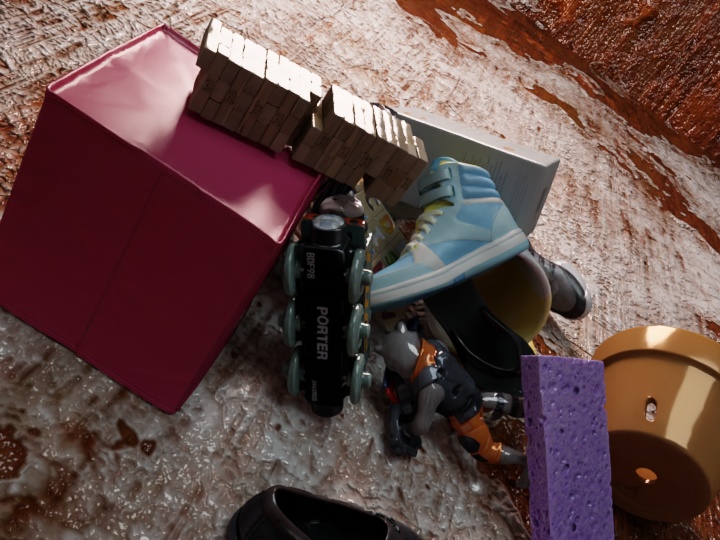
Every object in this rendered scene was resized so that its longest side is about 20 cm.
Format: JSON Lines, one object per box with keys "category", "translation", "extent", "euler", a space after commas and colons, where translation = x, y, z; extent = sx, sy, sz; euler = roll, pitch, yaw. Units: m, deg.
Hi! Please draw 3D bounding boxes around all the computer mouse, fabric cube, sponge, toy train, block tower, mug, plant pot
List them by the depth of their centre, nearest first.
{"category": "block tower", "translation": [-0.044, -0.123, 0.621], "extent": [0.198, 0.058, 0.054], "euler": [25, 33, -23]}
{"category": "fabric cube", "translation": [-0.160, -0.048, 0.648], "extent": [0.199, 0.200, 0.197], "euler": [34, 31, -5]}
{"category": "toy train", "translation": [-0.025, 0.032, 0.698], "extent": [0.084, 0.203, 0.114], "euler": [5, 29, 9]}
{"category": "sponge", "translation": [0.209, 0.189, 0.769], "extent": [0.110, 0.030, 0.204], "euler": [9, 76, -40]}
{"category": "computer mouse", "translation": [-0.008, -0.129, 0.784], "extent": [0.052, 0.139, 0.200], "euler": [35, 24, -6]}
{"category": "plant pot", "translation": [0.341, 0.185, 0.872], "extent": [0.199, 0.201, 0.140], "euler": [38, 47, 2]}
{"category": "mug", "translation": [0.148, 0.022, 0.960], "extent": [0.147, 0.189, 0.154], "euler": [-1, 27, 1]}

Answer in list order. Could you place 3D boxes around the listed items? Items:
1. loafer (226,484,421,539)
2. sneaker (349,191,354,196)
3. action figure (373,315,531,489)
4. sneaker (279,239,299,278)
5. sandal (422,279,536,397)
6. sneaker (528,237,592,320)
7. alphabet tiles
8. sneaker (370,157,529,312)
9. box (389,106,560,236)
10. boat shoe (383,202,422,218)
{"category": "loafer", "translation": [-0.003, 0.216, 0.592], "extent": [0.198, 0.063, 0.072], "euler": [23, 34, -22]}
{"category": "sneaker", "translation": [-0.069, -0.154, 0.997], "extent": [0.200, 0.072, 0.072], "euler": [46, 38, 6]}
{"category": "action figure", "translation": [0.096, 0.111, 0.795], "extent": [0.192, 0.104, 0.201], "euler": [35, 33, -23]}
{"category": "sneaker", "translation": [0.000, 0.000, 0.863], "extent": [0.115, 0.076, 0.200], "euler": [44, 30, 15]}
{"category": "sandal", "translation": [0.138, 0.078, 0.866], "extent": [0.201, 0.075, 0.048], "euler": [47, -1, -19]}
{"category": "sneaker", "translation": [0.233, 0.005, 1.094], "extent": [0.200, 0.076, 0.113], "euler": [45, 33, 23]}
{"category": "alphabet tiles", "translation": [-0.006, -0.038, 0.825], "extent": [0.201, 0.007, 0.167], "euler": [56, 35, -8]}
{"category": "sneaker", "translation": [0.069, -0.043, 0.804], "extent": [0.198, 0.079, 0.132], "euler": [-22, 85, -24]}
{"category": "box", "translation": [0.122, -0.116, 0.913], "extent": [0.198, 0.099, 0.124], "euler": [23, 19, 16]}
{"category": "boat shoe", "translation": [0.071, -0.115, 1.092], "extent": [0.199, 0.076, 0.061], "euler": [16, 36, -51]}
